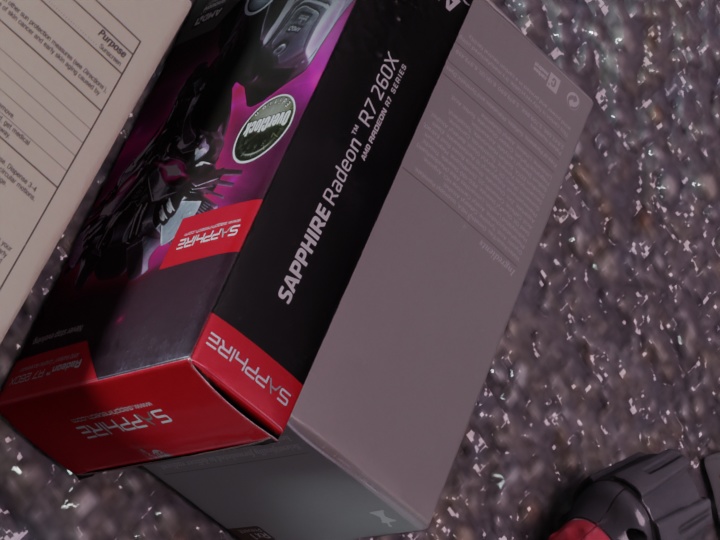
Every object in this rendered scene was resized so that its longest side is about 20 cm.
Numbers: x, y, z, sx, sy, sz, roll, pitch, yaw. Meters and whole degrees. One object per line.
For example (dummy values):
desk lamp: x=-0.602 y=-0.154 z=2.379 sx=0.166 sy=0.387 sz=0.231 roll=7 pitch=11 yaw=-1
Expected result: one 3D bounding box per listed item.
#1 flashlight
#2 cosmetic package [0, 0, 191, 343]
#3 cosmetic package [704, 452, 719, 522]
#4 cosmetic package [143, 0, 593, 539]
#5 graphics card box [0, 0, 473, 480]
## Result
flashlight: x=0.062 y=0.125 z=1.084 sx=0.200 sy=0.068 sz=0.068 roll=-25 pitch=94 yaw=-39
cosmetic package: x=-0.151 y=-0.043 z=0.934 sx=0.105 sy=0.071 sz=0.201 roll=43 pitch=57 yaw=-25
cosmetic package: x=0.249 y=0.109 z=1.156 sx=0.071 sy=0.200 sz=0.102 roll=-13 pitch=88 yaw=-41
cosmetic package: x=0.000 y=0.000 z=1.032 sx=0.090 sy=0.107 sz=0.201 roll=42 pitch=55 yaw=-26
graphics card box: x=-0.044 y=-0.026 z=0.987 sx=0.051 sy=0.125 sz=0.201 roll=40 pitch=59 yaw=-26
